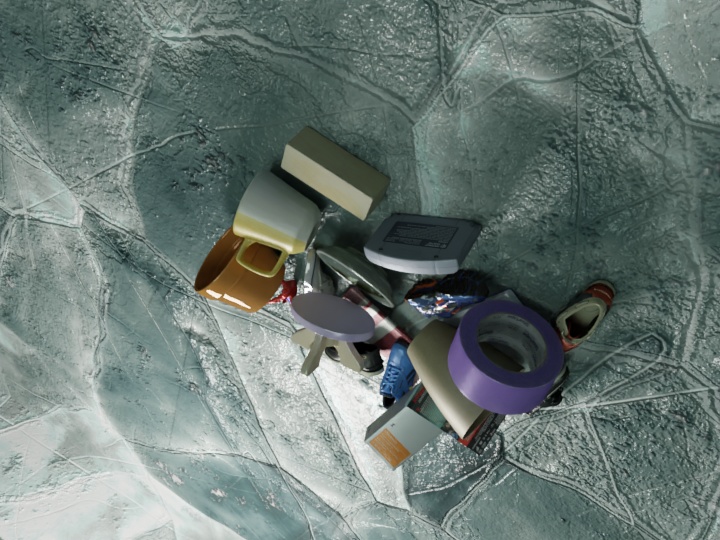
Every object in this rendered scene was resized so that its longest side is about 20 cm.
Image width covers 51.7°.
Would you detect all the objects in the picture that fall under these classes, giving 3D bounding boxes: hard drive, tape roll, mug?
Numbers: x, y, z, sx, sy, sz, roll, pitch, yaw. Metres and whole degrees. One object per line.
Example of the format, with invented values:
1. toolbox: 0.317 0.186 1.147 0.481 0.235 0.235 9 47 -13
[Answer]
1. hard drive: 0.263 0.121 1.511 0.132 0.025 0.199 51 138 -12
2. tape roll: 0.266 0.157 1.369 0.198 0.200 0.086 29 138 13
3. mug: -0.171 -0.097 1.563 0.152 0.150 0.188 26 125 3

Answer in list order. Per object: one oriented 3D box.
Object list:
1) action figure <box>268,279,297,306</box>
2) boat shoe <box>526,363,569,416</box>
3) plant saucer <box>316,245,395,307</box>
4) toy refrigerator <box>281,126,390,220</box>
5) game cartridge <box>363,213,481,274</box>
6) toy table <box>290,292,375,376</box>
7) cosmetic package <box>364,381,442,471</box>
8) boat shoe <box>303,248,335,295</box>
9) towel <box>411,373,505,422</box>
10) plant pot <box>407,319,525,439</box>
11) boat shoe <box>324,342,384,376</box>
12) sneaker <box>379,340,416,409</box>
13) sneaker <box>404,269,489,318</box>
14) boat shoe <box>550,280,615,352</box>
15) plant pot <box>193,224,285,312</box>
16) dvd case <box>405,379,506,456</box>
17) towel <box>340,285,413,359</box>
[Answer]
1. action figure: -0.166 0.097 1.782 0.098 0.065 0.201 -15 116 30
2. boat shoe: 0.375 0.247 1.502 0.066 0.075 0.200 36 140 1
3. plant saucer: 0.000 0.000 1.549 0.199 0.050 0.200 35 172 5
4. toy refrigerator: -0.050 -0.187 1.440 0.199 0.076 0.070 33 139 7
5. game cartridge: 0.112 -0.049 1.394 0.198 0.133 0.041 9 130 32
6. toy table: -0.067 0.140 1.617 0.199 0.183 0.118 29 127 32
7. cosmetic package: 0.113 0.341 1.661 0.200 0.071 0.101 -43 97 15
8. boat shoe: -0.091 0.034 1.683 0.069 0.071 0.202 3 128 0
9. towel: 0.210 0.284 1.689 0.200 0.032 0.190 50 139 -7
10. plant pot: 0.195 0.200 1.496 0.200 0.187 0.188 42 141 20
11. boat shoe: -0.019 0.188 1.738 0.200 0.073 0.064 14 122 52
12. sneaker: 0.080 0.241 1.668 0.066 0.078 0.202 30 142 23
13. sneaker: 0.182 0.053 1.490 0.199 0.076 0.079 -8 130 50
14. boat shoe: 0.397 0.098 1.362 0.071 0.063 0.201 32 140 6
15. plant pot: -0.265 0.003 1.696 0.140 0.202 0.199 38 142 -23
16. dvd case: 0.215 0.283 1.596 0.199 0.147 0.022 34 180 -8
17. towel: 0.033 0.124 1.671 0.200 0.023 0.144 42 151 -2
